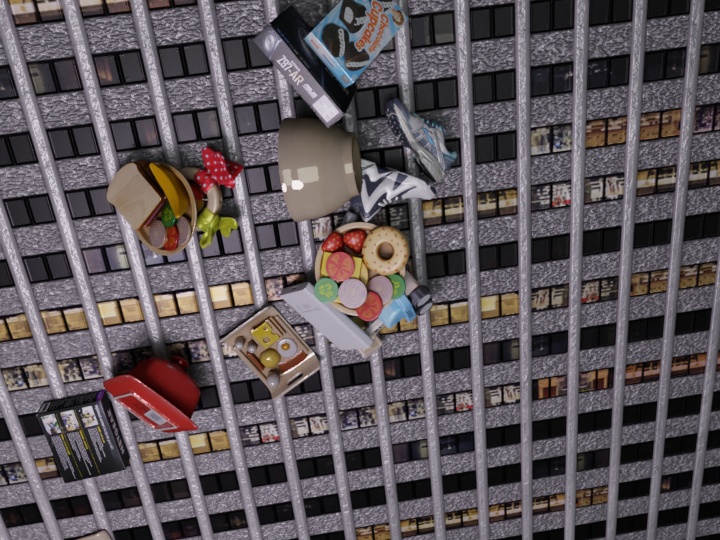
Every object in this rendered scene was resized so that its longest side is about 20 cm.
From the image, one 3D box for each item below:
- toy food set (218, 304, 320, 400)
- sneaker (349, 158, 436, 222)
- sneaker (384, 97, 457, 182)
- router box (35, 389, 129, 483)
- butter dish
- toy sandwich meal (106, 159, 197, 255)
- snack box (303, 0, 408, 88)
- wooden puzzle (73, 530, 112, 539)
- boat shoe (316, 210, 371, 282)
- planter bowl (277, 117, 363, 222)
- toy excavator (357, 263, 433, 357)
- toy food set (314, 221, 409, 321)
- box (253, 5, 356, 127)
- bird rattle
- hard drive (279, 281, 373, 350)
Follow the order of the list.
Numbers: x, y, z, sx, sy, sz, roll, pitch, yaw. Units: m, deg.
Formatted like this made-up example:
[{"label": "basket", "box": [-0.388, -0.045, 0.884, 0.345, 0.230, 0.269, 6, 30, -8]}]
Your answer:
[{"label": "toy food set", "box": [-0.207, 0.191, 1.431, 0.143, 0.061, 0.200, -35, 111, 8]}, {"label": "sneaker", "box": [0.051, -0.151, 1.310, 0.197, 0.080, 0.131, 16, 102, -12]}, {"label": "sneaker", "box": [0.127, -0.284, 1.288, 0.086, 0.078, 0.200, -41, 118, -3]}, {"label": "router box", "box": [-0.647, 0.392, 1.462, 0.147, 0.051, 0.202, -11, 112, -4]}, {"label": "butter dish", "box": [-0.440, 0.258, 1.393, 0.199, 0.148, 0.199, 45, 143, -19]}, {"label": "toy sandwich meal", "box": [-0.413, -0.126, 1.239, 0.203, 0.070, 0.208, 6, 102, 27]}, {"label": "snack box", "box": [-0.005, -0.451, 1.161, 0.116, 0.037, 0.201, 45, 65, -21]}, {"label": "wooden puzzle", "box": [-0.716, 0.778, 1.608, 0.198, 0.046, 0.187, -19, 112, 1]}, {"label": "boat shoe", "box": [-0.038, -0.028, 1.364, 0.067, 0.072, 0.202, 23, 100, -13]}, {"label": "planter bowl", "box": [-0.069, -0.201, 1.206, 0.133, 0.201, 0.202, -5, 112, 9]}, {"label": "toy excavator", "box": [0.058, 0.098, 1.390, 0.199, 0.195, 0.100, -38, 67, -4]}, {"label": "toy food set", "box": [0.000, 0.000, 1.288, 0.198, 0.049, 0.200, 9, 92, 8]}, {"label": "box", "box": [-0.095, -0.381, 1.159, 0.043, 0.161, 0.200, -32, 112, 27]}, {"label": "bird rattle", "box": [-0.329, -0.150, 1.268, 0.161, 0.113, 0.202, 4, 109, 9]}, {"label": "hard drive", "box": [-0.077, 0.105, 1.383, 0.200, 0.131, 0.026, 43, 63, -19]}]
